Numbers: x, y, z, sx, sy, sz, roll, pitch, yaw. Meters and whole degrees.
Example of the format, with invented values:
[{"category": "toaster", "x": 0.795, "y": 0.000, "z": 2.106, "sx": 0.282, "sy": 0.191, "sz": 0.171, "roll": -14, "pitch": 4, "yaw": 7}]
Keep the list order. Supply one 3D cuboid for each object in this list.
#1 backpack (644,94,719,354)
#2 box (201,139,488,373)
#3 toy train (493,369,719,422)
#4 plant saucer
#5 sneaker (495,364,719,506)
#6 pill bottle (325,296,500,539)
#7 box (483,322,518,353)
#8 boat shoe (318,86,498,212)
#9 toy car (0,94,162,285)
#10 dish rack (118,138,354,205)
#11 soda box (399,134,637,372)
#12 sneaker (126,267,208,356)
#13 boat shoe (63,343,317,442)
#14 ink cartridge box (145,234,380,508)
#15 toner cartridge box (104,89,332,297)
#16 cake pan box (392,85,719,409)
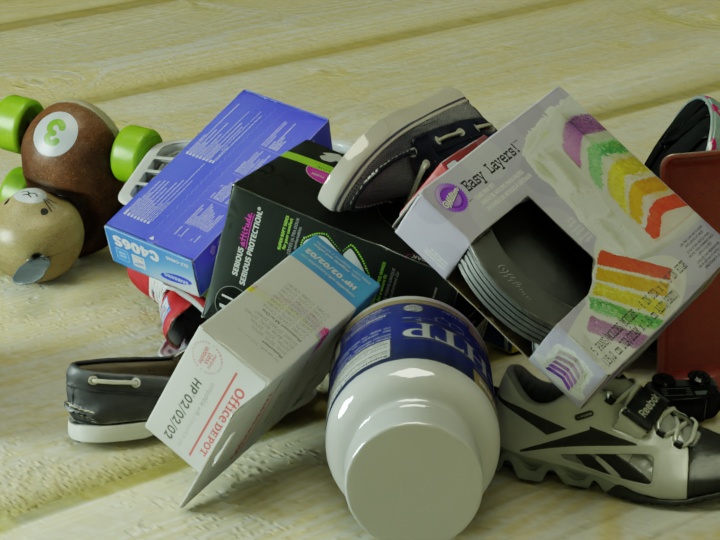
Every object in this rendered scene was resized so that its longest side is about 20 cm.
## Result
[{"category": "backpack", "x": 0.283, "y": -0.036, "z": 1.573, "sx": 0.150, "sy": 0.201, "sz": 0.178, "roll": 17, "pitch": 18, "yaw": -4}, {"category": "box", "x": 0.000, "y": 0.000, "z": 1.535, "sx": 0.199, "sy": 0.125, "sz": 0.148, "roll": 23, "pitch": 26, "yaw": 14}, {"category": "toy train", "x": 0.175, "y": 0.103, "z": 1.437, "sx": 0.199, "sy": 0.034, "sz": 0.046, "roll": -4, "pitch": 30, "yaw": -7}, {"category": "plant saucer", "x": 0.317, "y": -0.005, "z": 1.474, "sx": 0.199, "sy": 0.201, "sz": 0.037, "roll": -6, "pitch": 19, "yaw": -10}, {"category": "sneaker", "x": 0.185, "y": 0.108, "z": 1.340, "sx": 0.199, "sy": 0.089, "sz": 0.074, "roll": 6, "pitch": 19, "yaw": 17}, {"category": "pill bottle", "x": 0.035, "y": 0.105, "z": 1.310, "sx": 0.119, "sy": 0.120, "sz": 0.200, "roll": -2, "pitch": 20, "yaw": 1}, {"category": "box", "x": 0.094, "y": 0.008, "z": 1.665, "sx": 0.070, "sy": 0.065, "sz": 0.200, "roll": -14, "pitch": 22, "yaw": -32}, {"category": "boat shoe", "x": 0.055, "y": -0.077, "z": 1.500, "sx": 0.093, "sy": 0.075, "sz": 0.200, "roll": 40, "pitch": 41, "yaw": 12}, {"category": "toy car", "x": -0.300, "y": -0.054, "z": 1.783, "sx": 0.163, "sy": 0.159, "sz": 0.200, "roll": 15, "pitch": 36, "yaw": 20}, {"category": "dish rack", "x": -0.104, "y": -0.071, "z": 1.718, "sx": 0.199, "sy": 0.044, "sz": 0.172, "roll": 0, "pitch": 23, "yaw": 9}, {"category": "soda box", "x": 0.125, "y": 0.001, "z": 1.414, "sx": 0.200, "sy": 0.070, "sz": 0.063, "roll": 48, "pitch": 44, "yaw": 9}, {"category": "sneaker", "x": -0.159, "y": 0.022, "z": 1.642, "sx": 0.199, "sy": 0.072, "sz": 0.112, "roll": 18, "pitch": 24, "yaw": 40}, {"category": "boat shoe", "x": -0.129, "y": 0.085, "z": 1.470, "sx": 0.199, "sy": 0.061, "sz": 0.074, "roll": -7, "pitch": 14, "yaw": -17}, {"category": "ink cartridge box", "x": -0.080, "y": 0.070, "z": 1.378, "sx": 0.068, "sy": 0.115, "sz": 0.200, "roll": 38, "pitch": 39, "yaw": 9}, {"category": "toner cartridge box", "x": -0.116, "y": -0.068, "z": 1.616, "sx": 0.095, "sy": 0.043, "sz": 0.200, "roll": 21, "pitch": 50, "yaw": 28}, {"category": "cake pan box", "x": 0.145, "y": -0.019, "z": 1.354, "sx": 0.184, "sy": 0.052, "sz": 0.200, "roll": 44, "pitch": 47, "yaw": 11}]
